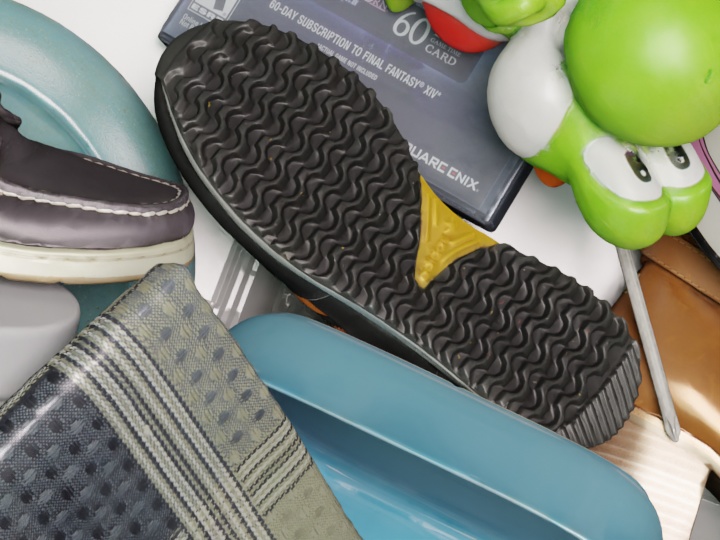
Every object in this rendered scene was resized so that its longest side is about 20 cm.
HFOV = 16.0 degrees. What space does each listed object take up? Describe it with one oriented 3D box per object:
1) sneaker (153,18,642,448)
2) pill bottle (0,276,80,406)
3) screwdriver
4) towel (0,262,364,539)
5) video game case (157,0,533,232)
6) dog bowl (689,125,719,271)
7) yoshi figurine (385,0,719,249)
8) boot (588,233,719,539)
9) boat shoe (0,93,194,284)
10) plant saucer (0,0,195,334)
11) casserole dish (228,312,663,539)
[{"bbox_3d":[0.000,0.000,0.890,0.200,0.090,0.070,40,64,-3],"label":"sneaker"},{"bbox_3d":[-0.152,0.097,0.844,0.111,0.111,0.200,14,105,-3],"label":"pill bottle"},{"bbox_3d":[0.086,-0.035,0.909,0.028,0.029,0.200,-15,67,7],"label":"screwdriver"},{"bbox_3d":[-0.086,0.121,0.823,0.193,0.035,0.200,-47,134,-20],"label":"towel"},{"bbox_3d":[0.038,-0.133,0.923,0.143,0.019,0.200,30,86,15],"label":"video game case"},{"bbox_3d":[0.203,-0.068,0.890,0.200,0.074,0.200,4,65,-10],"label":"dog bowl"},{"bbox_3d":[0.066,-0.107,0.847,0.112,0.112,0.200,-31,76,1],"label":"yoshi figurine"},{"bbox_3d":[0.181,0.052,0.919,0.200,0.074,0.155,20,82,-6],"label":"boot"},{"bbox_3d":[-0.149,-0.043,0.839,0.200,0.072,0.065,13,104,-2],"label":"boat shoe"},{"bbox_3d":[-0.157,0.000,0.895,0.200,0.027,0.201,-1,100,-6],"label":"plant saucer"},{"bbox_3d":[0.024,0.074,0.874,0.200,0.121,0.039,24,64,16],"label":"casserole dish"}]
